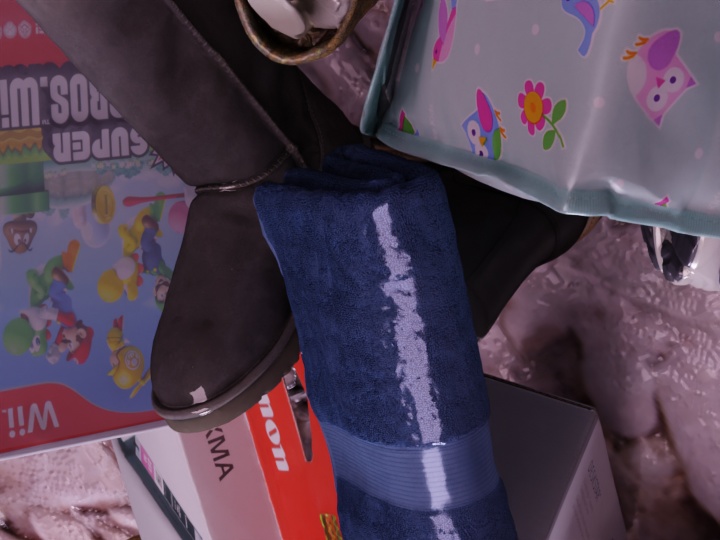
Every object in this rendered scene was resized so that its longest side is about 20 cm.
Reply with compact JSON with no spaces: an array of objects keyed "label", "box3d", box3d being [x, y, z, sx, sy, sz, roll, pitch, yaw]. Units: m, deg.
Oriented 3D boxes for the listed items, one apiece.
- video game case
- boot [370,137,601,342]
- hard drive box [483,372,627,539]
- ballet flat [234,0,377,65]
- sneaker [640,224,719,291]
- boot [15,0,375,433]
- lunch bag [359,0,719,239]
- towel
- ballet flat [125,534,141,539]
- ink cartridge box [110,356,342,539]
[{"label":"video game case","box3d":[-0.109,-0.030,0.947,0.017,0.142,0.202,6,101,47]},{"label":"boot","box3d":[0.000,0.000,0.993,0.199,0.138,0.078,-21,108,39]},{"label":"hard drive box","box3d":[0.045,0.169,1.003,0.076,0.201,0.156,17,156,21]},{"label":"ballet flat","box3d":[-0.018,-0.138,0.824,0.070,0.071,0.200,30,158,10]},{"label":"sneaker","box3d":[0.163,-0.088,0.892,0.079,0.078,0.201,-1,116,-21]},{"label":"boot","box3d":[-0.082,-0.062,0.902,0.072,0.183,0.200,-7,134,34]},{"label":"lunch bag","box3d":[0.076,-0.113,0.834,0.200,0.121,0.172,27,106,57]},{"label":"towel","box3d":[0.014,0.056,0.865,0.112,0.048,0.202,-162,59,-67]},{"label":"ballet flat","box3d":[-0.038,0.158,1.181,0.199,0.069,0.064,17,99,18]},{"label":"ink cartridge box","box3d":[-0.072,0.067,1.065,0.173,0.043,0.202,-5,102,64]}]
